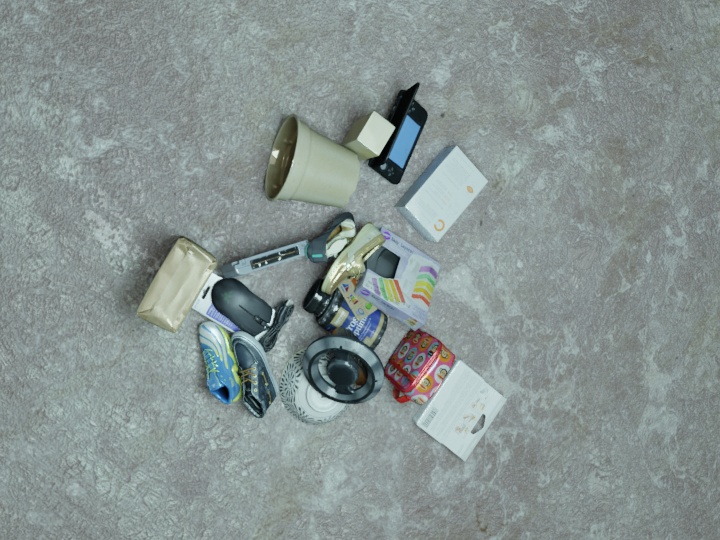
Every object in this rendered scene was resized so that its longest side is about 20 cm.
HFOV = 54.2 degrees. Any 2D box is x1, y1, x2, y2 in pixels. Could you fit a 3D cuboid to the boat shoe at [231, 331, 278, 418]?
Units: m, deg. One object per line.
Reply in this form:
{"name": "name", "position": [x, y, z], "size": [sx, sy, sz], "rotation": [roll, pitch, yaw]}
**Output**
{"name": "boat shoe", "position": [-0.257, 0.247, 1.659], "size": [0.069, 0.092, 0.204], "rotation": [-13, 117, 24]}

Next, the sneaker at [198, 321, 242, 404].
{"name": "sneaker", "position": [-0.331, 0.222, 1.653], "size": [0.074, 0.105, 0.204], "rotation": [-23, 101, 9]}

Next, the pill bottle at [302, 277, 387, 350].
{"name": "pill bottle", "position": [-0.039, 0.108, 1.717], "size": [0.197, 0.112, 0.114], "rotation": [33, 87, -14]}

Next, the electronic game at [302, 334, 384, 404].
{"name": "electronic game", "position": [-0.040, 0.230, 1.618], "size": [0.194, 0.042, 0.205], "rotation": [8, 126, 10]}

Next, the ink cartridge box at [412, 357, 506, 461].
{"name": "ink cartridge box", "position": [0.260, 0.363, 1.844], "size": [0.175, 0.045, 0.202], "rotation": [38, 86, -13]}

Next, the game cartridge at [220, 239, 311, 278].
{"name": "game cartridge", "position": [-0.220, -0.026, 1.642], "size": [0.196, 0.132, 0.043], "rotation": [-19, 90, -27]}

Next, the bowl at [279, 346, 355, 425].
{"name": "bowl", "position": [-0.096, 0.292, 1.728], "size": [0.194, 0.094, 0.208], "rotation": [-1, 96, -14]}

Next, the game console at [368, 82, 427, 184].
{"name": "game console", "position": [0.109, -0.319, 1.678], "size": [0.174, 0.115, 0.205], "rotation": [28, 86, -46]}

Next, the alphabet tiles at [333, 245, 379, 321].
{"name": "alphabet tiles", "position": [0.000, 0.000, 1.715], "size": [0.165, 0.008, 0.203], "rotation": [-29, 85, -37]}

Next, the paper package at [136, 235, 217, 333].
{"name": "paper package", "position": [-0.408, 0.027, 1.574], "size": [0.102, 0.200, 0.194], "rotation": [32, 87, -14]}

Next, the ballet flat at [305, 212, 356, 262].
{"name": "ballet flat", "position": [-0.050, -0.076, 1.656], "size": [0.200, 0.072, 0.074], "rotation": [-43, 107, -45]}

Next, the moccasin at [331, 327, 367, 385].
{"name": "moccasin", "position": [-0.026, 0.210, 1.686], "size": [0.076, 0.075, 0.203], "rotation": [-10, 141, 20]}

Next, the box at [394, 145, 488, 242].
{"name": "box", "position": [0.200, -0.190, 1.757], "size": [0.124, 0.097, 0.201], "rotation": [43, 84, -13]}

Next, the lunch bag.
{"name": "lunch bag", "position": [0.135, 0.242, 1.726], "size": [0.081, 0.200, 0.178], "rotation": [37, 86, -18]}

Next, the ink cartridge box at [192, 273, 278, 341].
{"name": "ink cartridge box", "position": [-0.301, 0.093, 1.690], "size": [0.197, 0.039, 0.101], "rotation": [33, 87, -15]}

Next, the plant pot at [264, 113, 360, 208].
{"name": "plant pot", "position": [-0.104, -0.236, 1.644], "size": [0.179, 0.199, 0.207], "rotation": [14, 91, -24]}

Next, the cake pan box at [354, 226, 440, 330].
{"name": "cake pan box", "position": [0.091, 0.016, 1.729], "size": [0.197, 0.052, 0.187], "rotation": [32, 54, -15]}

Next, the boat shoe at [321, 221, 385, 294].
{"name": "boat shoe", "position": [-0.015, -0.020, 1.639], "size": [0.066, 0.074, 0.202], "rotation": [36, 78, 9]}

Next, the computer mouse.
{"name": "computer mouse", "position": [-0.260, 0.091, 1.654], "size": [0.197, 0.053, 0.141], "rotation": [33, 87, -15]}

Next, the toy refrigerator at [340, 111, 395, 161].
{"name": "toy refrigerator", "position": [0.015, -0.309, 1.649], "size": [0.069, 0.200, 0.077], "rotation": [33, 87, -14]}
